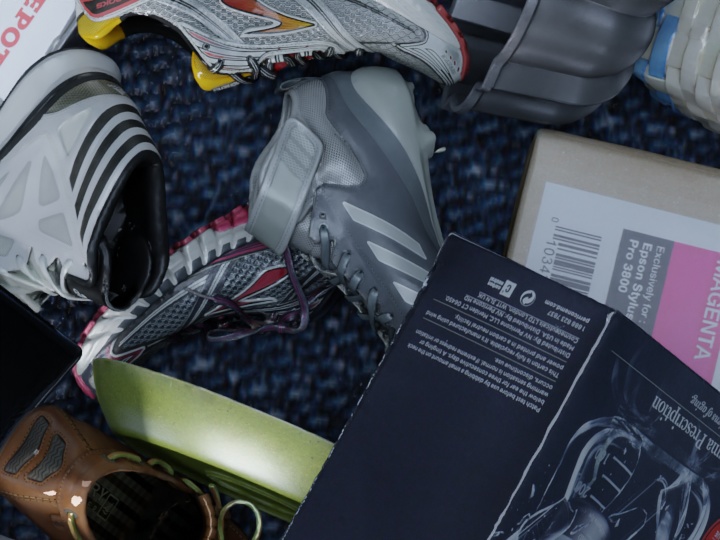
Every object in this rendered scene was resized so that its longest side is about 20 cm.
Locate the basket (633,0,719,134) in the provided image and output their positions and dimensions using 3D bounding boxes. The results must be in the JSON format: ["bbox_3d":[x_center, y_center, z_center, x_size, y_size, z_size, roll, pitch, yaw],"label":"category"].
[{"bbox_3d":[0.249,-0.124,1.346,0.199,0.139,0.177,21,89,27],"label":"basket"}]

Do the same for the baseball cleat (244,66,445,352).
[{"bbox_3d":[0.000,0.000,1.329,0.106,0.070,0.201,-8,71,-16],"label":"baseball cleat"}]

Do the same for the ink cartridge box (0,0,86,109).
[{"bbox_3d":[-0.212,-0.191,1.395,0.200,0.084,0.145,35,89,2],"label":"ink cartridge box"}]

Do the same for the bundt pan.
[{"bbox_3d":[0.110,-0.161,1.338,0.075,0.202,0.203,18,88,-10],"label":"bundt pan"}]

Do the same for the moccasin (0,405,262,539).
[{"bbox_3d":[-0.097,0.127,1.328,0.078,0.201,0.074,28,75,35],"label":"moccasin"}]

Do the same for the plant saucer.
[{"bbox_3d":[-0.044,0.097,1.318,0.199,0.200,0.031,23,80,2],"label":"plant saucer"}]

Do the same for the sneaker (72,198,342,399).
[{"bbox_3d":[-0.058,0.007,1.385,0.199,0.081,0.075,-33,89,-1],"label":"sneaker"}]

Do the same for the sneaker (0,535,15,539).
[{"bbox_3d":[-0.104,0.166,1.262,0.200,0.073,0.114,35,131,-10],"label":"sneaker"}]

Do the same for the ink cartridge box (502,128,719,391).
[{"bbox_3d":[0.143,0.044,1.381,0.164,0.075,0.201,13,87,3],"label":"ink cartridge box"}]

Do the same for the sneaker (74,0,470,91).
[{"bbox_3d":[-0.044,-0.120,1.322,0.199,0.078,0.083,14,84,5],"label":"sneaker"}]

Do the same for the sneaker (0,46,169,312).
[{"bbox_3d":[-0.166,-0.002,1.344,0.201,0.075,0.116,-54,47,23],"label":"sneaker"}]

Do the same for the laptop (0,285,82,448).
[{"bbox_3d":[-0.254,0.088,1.359,0.187,0.116,0.201,35,132,26],"label":"laptop"}]

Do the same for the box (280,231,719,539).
[{"bbox_3d":[0.080,0.114,1.230,0.104,0.200,0.183,27,85,40],"label":"box"}]
